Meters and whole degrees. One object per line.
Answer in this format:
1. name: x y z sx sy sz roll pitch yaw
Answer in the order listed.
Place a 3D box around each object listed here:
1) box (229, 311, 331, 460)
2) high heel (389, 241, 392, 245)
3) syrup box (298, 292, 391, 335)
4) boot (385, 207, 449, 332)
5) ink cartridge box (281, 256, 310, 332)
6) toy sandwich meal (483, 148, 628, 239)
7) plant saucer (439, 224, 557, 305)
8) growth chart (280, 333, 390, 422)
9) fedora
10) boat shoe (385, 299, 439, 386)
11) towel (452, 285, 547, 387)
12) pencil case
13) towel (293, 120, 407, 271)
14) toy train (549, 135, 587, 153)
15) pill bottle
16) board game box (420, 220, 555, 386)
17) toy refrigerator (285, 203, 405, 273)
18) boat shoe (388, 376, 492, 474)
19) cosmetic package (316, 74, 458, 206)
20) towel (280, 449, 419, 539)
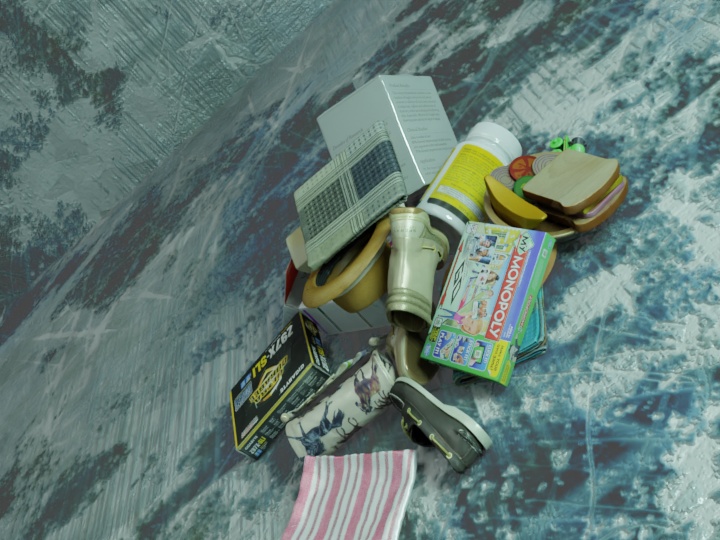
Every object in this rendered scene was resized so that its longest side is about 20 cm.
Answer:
1. box: -0.138 0.190 1.429 0.201 0.049 0.160 -49 26 14
2. high heel: 0.096 -0.075 1.469 0.201 0.067 0.096 -52 31 -11
3. syrup box: -0.007 0.046 1.436 0.198 0.082 0.080 -11 42 47
4. boot: 0.083 0.013 1.231 0.071 0.200 0.159 -1 74 15
5. ink cartridge box: -0.092 -0.004 1.556 0.175 0.043 0.202 101 -174 -49
6. toy sandwich meal: 0.264 -0.119 1.193 0.200 0.071 0.208 -10 43 9
7. plant saucer: 0.190 -0.003 1.229 0.199 0.037 0.202 -36 27 21
8. growth chart: -0.029 0.160 1.297 0.199 0.018 0.144 -42 -12 10
9. fedora: 0.000 0.000 1.299 0.200 0.082 0.201 -39 19 16
10. boat shoe: 0.072 0.106 1.256 0.065 0.072 0.202 -40 23 27
11. towel: 0.192 0.062 1.192 0.145 0.022 0.202 -29 31 30
12. pencil case: -0.023 0.203 1.244 0.199 0.078 0.089 -41 0 12
13. towel: -0.018 -0.114 1.329 0.199 0.034 0.195 -36 42 20
14. toy train: 0.309 -0.136 1.278 0.055 0.042 0.202 -14 39 29
15. pill bottle: 0.176 -0.135 1.385 0.113 0.114 0.202 2 53 56
16. board game box: 0.168 0.039 1.139 0.133 0.029 0.204 11 78 46
17. toy refrigerator: -0.028 -0.079 1.418 0.199 0.075 0.071 -39 59 27
18. boat shoe: 0.086 0.196 1.101 0.061 0.072 0.200 -46 29 -12
19. cosmetic package: 0.060 -0.214 1.503 0.165 0.204 0.166 -27 -8 38
20. towel: -0.018 0.308 1.121 0.197 0.030 0.149 -14 46 39
